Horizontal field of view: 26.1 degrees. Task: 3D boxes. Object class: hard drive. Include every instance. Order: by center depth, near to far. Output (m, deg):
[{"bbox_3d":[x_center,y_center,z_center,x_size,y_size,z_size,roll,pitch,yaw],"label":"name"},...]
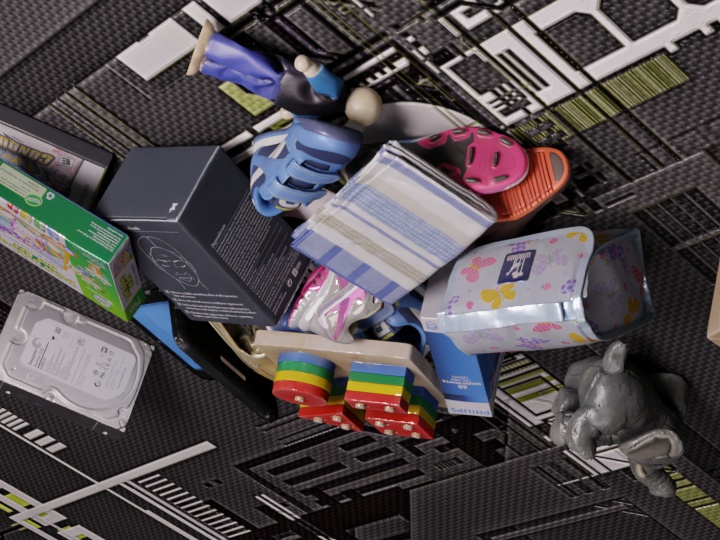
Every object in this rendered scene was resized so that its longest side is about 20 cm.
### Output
[{"bbox_3d":[-0.386,0.124,2.061,0.199,0.140,0.038,25,144,-11],"label":"hard drive"}]

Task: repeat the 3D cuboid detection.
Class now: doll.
[{"bbox_3d":[-0.072,-0.190,1.567,0.199,0.049,0.136,20,160,-9],"label":"doll"}]

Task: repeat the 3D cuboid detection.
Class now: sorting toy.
[{"bbox_3d":[-0.009,0.143,1.869,0.197,0.070,0.200,5,161,21],"label":"sorting toy"}]

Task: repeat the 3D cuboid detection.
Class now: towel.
[{"bbox_3d":[0.032,-0.046,1.620,0.146,0.024,0.200,31,137,-18],"label":"towel"}]

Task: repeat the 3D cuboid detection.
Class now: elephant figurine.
[{"bbox_3d":[0.340,0.183,1.871,0.199,0.142,0.155,23,173,-12],"label":"elephant figurine"}]

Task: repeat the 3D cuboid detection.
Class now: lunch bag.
[{"bbox_3d":[0.195,0.022,1.630,0.169,0.200,0.128,-9,96,33],"label":"lunch bag"}]

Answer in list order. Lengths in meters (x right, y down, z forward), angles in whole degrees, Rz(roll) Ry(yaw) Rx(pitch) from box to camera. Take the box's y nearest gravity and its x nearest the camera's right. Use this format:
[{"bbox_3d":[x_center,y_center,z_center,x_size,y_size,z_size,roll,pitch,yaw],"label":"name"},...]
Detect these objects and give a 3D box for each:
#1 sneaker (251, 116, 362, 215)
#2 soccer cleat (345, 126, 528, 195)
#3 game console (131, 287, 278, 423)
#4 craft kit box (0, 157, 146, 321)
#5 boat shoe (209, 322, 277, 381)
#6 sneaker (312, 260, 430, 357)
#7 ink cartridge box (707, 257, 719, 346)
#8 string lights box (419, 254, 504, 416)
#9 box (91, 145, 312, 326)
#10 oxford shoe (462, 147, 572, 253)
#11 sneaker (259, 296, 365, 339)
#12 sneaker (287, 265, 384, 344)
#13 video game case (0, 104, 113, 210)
[{"bbox_3d":[-0.058,-0.106,1.599,0.073,0.083,0.200,17,166,-21],"label":"sneaker"},{"bbox_3d":[0.083,-0.106,1.625,0.198,0.070,0.086,0,165,19],"label":"soccer cleat"},{"bbox_3d":[-0.215,0.115,2.007,0.116,0.176,0.200,-35,127,15],"label":"game console"},{"bbox_3d":[-0.345,-0.037,1.772,0.199,0.049,0.198,31,164,10],"label":"craft kit box"},{"bbox_3d":[-0.129,0.091,1.947,0.072,0.076,0.200,-47,121,5],"label":"boat shoe"},{"bbox_3d":[0.020,0.032,1.819,0.199,0.083,0.074,35,143,-22],"label":"sneaker"},{"bbox_3d":[0.436,-0.017,1.506,0.075,0.166,0.200,31,143,-17],"label":"ink cartridge box"},{"bbox_3d":[0.123,0.074,1.816,0.058,0.103,0.201,3,143,17],"label":"string lights box"},{"bbox_3d":[-0.176,-0.038,1.753,0.148,0.108,0.200,3,146,41],"label":"box"},{"bbox_3d":[0.157,-0.074,1.645,0.072,0.072,0.199,9,155,-40],"label":"oxford shoe"},{"bbox_3d":[-0.031,0.062,1.900,0.198,0.076,0.077,15,141,-15],"label":"sneaker"},{"bbox_3d":[0.000,0.000,1.741,0.088,0.082,0.201,30,119,-6],"label":"sneaker"},{"bbox_3d":[-0.405,-0.121,1.824,0.199,0.026,0.181,23,145,-11],"label":"video game case"}]
